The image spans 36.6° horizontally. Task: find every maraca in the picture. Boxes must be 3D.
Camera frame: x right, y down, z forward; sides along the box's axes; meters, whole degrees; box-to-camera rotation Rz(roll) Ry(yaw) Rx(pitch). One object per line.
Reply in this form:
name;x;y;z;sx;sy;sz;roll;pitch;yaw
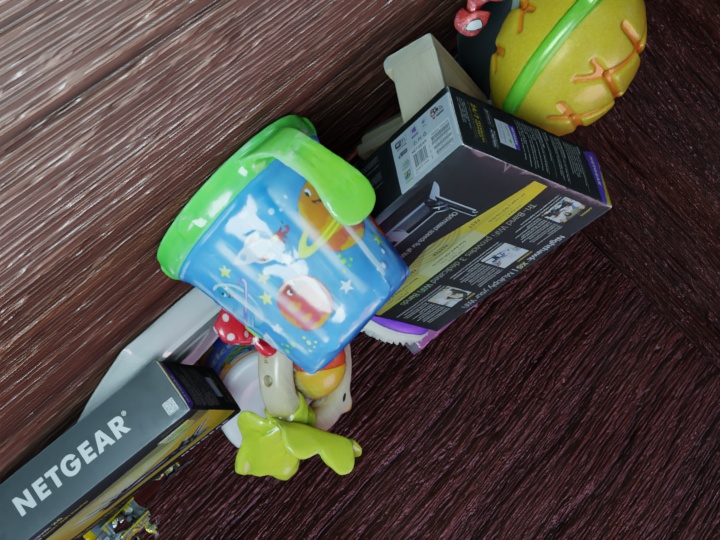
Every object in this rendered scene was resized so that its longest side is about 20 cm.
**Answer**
maraca;0.169;-0.183;0.829;0.137;0.107;0.201;-37;164;-51

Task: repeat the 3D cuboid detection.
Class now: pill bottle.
pill bottle;-0.118;0.120;1.189;0.112;0.112;0.200;-45;-160;-6

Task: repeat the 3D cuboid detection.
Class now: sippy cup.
sippy cup;-0.043;-0.009;0.721;0.140;0.130;0.178;-45;178;4

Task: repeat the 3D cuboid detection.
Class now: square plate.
square plate;-0.170;0.071;0.989;0.198;0.028;0.200;-44;176;-43

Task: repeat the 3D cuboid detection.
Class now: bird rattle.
bird rattle;-0.062;0.081;0.966;0.111;0.203;0.163;-12;-177;28

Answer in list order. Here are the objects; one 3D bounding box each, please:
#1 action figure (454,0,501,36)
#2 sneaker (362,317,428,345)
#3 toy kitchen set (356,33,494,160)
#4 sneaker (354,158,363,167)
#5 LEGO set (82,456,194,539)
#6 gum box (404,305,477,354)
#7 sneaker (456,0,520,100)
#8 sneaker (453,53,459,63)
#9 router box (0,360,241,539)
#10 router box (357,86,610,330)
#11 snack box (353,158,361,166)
action figure;0.139;-0.255;0.817;0.200;0.052;0.065;-45;180;26
sneaker;0.000;0.000;1.059;0.100;0.198;0.070;-63;-152;6
toy kitchen set;0.018;-0.106;0.914;0.198;0.165;0.180;-26;146;23
sneaker;0.089;-0.059;1.034;0.115;0.198;0.077;35;69;-51
LEGO set;-0.230;0.213;1.153;0.154;0.116;0.200;-48;177;36
gum box;0.046;-0.005;1.304;0.113;0.200;0.066;-43;177;-11
sneaker;0.136;-0.236;0.931;0.106;0.074;0.202;54;-48;52
sneaker;0.145;-0.226;1.061;0.199;0.074;0.087;-35;161;24
router box;-0.210;0.159;0.930;0.199;0.052;0.157;-39;169;3
router box;0.061;-0.036;0.816;0.156;0.053;0.200;16;139;-37
snack box;-0.041;-0.021;1.172;0.200;0.068;0.169;-45;177;-1
